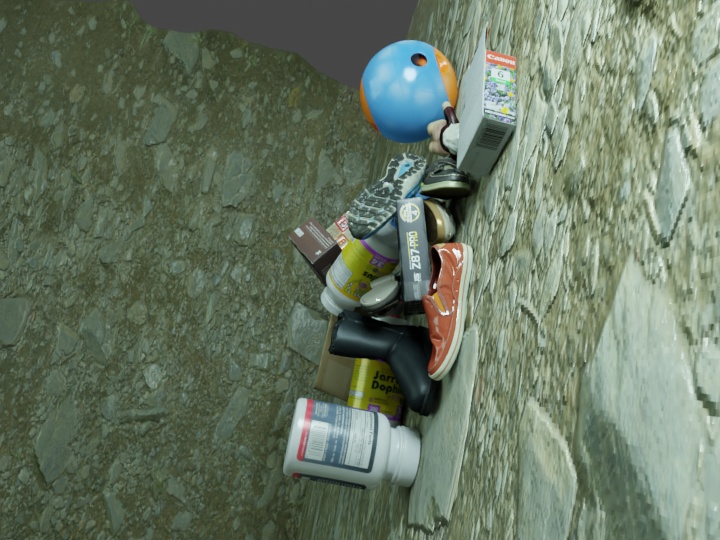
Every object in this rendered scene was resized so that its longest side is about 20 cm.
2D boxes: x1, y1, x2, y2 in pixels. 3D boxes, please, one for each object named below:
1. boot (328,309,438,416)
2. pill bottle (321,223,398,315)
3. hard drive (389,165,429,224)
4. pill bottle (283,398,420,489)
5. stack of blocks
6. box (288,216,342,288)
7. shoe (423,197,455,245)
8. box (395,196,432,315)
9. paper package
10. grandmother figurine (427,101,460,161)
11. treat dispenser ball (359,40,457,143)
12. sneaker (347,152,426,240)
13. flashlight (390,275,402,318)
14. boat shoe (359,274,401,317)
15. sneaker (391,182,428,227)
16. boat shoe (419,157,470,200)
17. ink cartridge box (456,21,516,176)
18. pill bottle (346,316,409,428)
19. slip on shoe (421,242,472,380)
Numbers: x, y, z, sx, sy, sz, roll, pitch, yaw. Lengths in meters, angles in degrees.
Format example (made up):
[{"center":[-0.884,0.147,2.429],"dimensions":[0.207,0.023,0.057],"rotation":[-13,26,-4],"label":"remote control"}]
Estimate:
[{"center":[0.031,0.142,0.923],"dimensions":[0.200,0.167,0.077],"rotation":[-87,9,-60],"label":"boot"},{"center":[0.000,0.000,1.157],"dimensions":[0.200,0.104,0.104],"rotation":[-54,17,31],"label":"pill bottle"},{"center":[0.095,-0.146,1.373],"dimensions":[0.132,0.027,0.200],"rotation":[-42,-22,-40],"label":"hard drive"},{"center":[-0.014,0.278,0.915],"dimensions":[0.120,0.199,0.120],"rotation":[-168,90,-85],"label":"pill bottle"},{"center":[0.025,-0.044,1.285],"dimensions":[0.115,0.200,0.059],"rotation":[-39,4,-7],"label":"stack of blocks"},{"center":[-0.072,-0.017,1.273],"dimensions":[0.075,0.100,0.200],"rotation":[-40,-33,-5],"label":"box"},{"center":[0.132,-0.089,0.972],"dimensions":[0.200,0.053,0.070],"rotation":[-94,-1,-73],"label":"shoe"},{"center":[0.088,-0.015,0.968],"dimensions":[0.200,0.049,0.162],"rotation":[70,-166,-80],"label":"box"},{"center":[-0.007,0.175,1.322],"dimensions":[0.191,0.103,0.201],"rotation":[-19,-56,-67],"label":"paper package"},{"center":[0.162,-0.240,1.037],"dimensions":[0.200,0.060,0.122],"rotation":[-107,1,-73],"label":"grandmother figurine"},{"center":[0.098,-0.364,1.190],"dimensions":[0.201,0.200,0.202],"rotation":[-168,90,-85],"label":"treat dispenser ball"},{"center":[0.055,-0.115,1.014],"dimensions":[0.200,0.078,0.090],"rotation":[-47,-33,-27],"label":"sneaker"},{"center":[0.068,0.112,1.211],"dimensions":[0.068,0.068,0.201],"rotation":[-29,-47,-62],"label":"flashlight"},{"center":[0.043,0.051,0.981],"dimensions":[0.200,0.067,0.057],"rotation":[-56,-56,-78],"label":"boat shoe"},{"center":[0.093,-0.106,1.267],"dimensions":[0.078,0.066,0.200],"rotation":[-44,-15,-35],"label":"sneaker"},{"center":[0.138,-0.155,0.968],"dimensions":[0.201,0.071,0.066],"rotation":[-119,36,-85],"label":"boat shoe"},{"center":[0.183,-0.249,0.839],"dimensions":[0.109,0.050,0.201],"rotation":[110,172,-58],"label":"ink cartridge box"},{"center":[0.039,0.189,1.087],"dimensions":[0.104,0.104,0.201],"rotation":[125,156,-77],"label":"pill bottle"},{"center":[0.114,0.055,0.824],"dimensions":[0.074,0.061,0.201],"rotation":[132,148,-76],"label":"slip on shoe"}]
